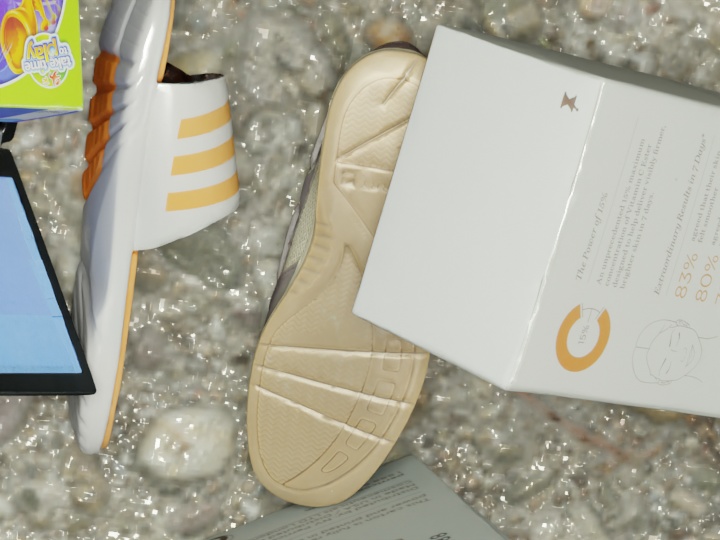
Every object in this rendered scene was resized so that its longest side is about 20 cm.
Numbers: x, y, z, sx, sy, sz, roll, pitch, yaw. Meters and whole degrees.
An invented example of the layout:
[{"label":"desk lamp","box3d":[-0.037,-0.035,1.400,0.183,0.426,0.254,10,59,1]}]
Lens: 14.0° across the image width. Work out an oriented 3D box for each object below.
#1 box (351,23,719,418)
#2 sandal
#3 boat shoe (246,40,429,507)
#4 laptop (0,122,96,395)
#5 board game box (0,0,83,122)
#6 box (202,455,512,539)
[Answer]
[{"label":"box","box3d":[0.113,-0.015,1.190,0.200,0.097,0.125,10,100,-44]},{"label":"sandal","box3d":[-0.082,-0.024,1.200,0.059,0.079,0.207,4,109,-15]},{"label":"boat shoe","box3d":[0.000,0.000,1.224,0.072,0.065,0.201,12,107,2]},{"label":"laptop","box3d":[-0.173,-0.064,1.115,0.177,0.103,0.201,2,110,-44]},{"label":"board game box","box3d":[-0.194,-0.125,1.062,0.200,0.045,0.135,-1,87,-45]},{"label":"box","box3d":[-0.018,0.204,1.192,0.198,0.200,0.172,-21,103,-9]}]
